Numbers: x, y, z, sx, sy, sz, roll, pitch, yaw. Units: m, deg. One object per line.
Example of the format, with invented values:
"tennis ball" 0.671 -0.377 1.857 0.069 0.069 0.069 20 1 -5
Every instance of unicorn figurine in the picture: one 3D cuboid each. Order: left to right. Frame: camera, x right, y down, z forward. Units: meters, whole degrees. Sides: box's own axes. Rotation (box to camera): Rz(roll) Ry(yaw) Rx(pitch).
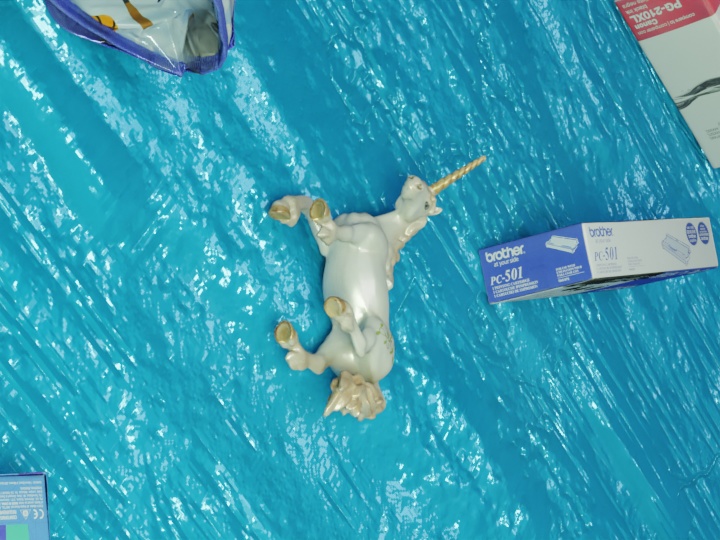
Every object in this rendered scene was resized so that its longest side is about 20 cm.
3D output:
"unicorn figurine" 0.000 0.000 1.080 0.137 0.073 0.202 26 72 -56

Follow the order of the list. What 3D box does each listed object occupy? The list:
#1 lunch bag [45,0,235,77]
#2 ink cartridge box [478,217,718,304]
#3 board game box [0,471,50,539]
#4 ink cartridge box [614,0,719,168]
"lunch bag" -0.128 -0.226 0.933 0.200 0.123 0.171 41 46 -49
"ink cartridge box" 0.185 -0.009 1.289 0.199 0.094 0.045 -5 82 -53
"board game box" -0.205 0.195 0.766 0.152 0.045 0.202 8 72 -51
"ink cartridge box" 0.330 -0.217 1.548 0.200 0.084 0.145 54 42 -25
